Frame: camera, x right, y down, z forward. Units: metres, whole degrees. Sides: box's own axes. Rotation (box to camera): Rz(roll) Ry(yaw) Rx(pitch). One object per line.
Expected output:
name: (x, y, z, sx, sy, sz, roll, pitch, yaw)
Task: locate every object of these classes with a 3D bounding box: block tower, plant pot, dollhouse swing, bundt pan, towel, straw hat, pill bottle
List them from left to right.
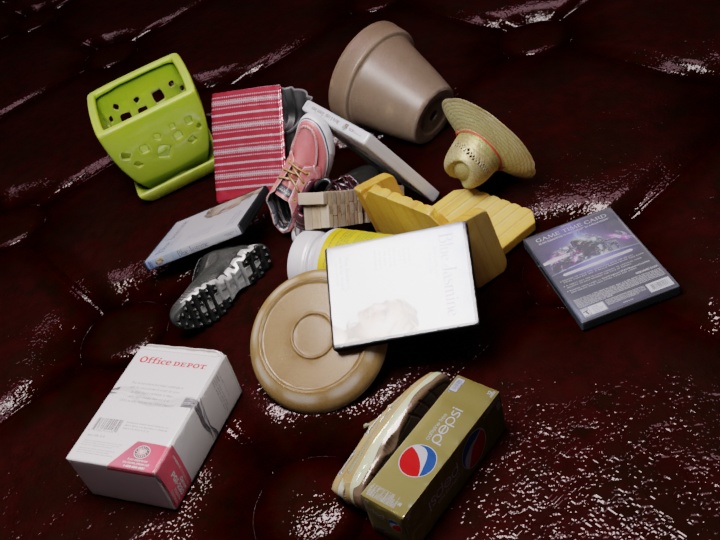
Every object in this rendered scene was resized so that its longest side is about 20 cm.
plant pot: (-0.379, -0.262, 1.714, 0.198, 0.183, 0.200, -27, 38, -4)
towel: (-0.198, -0.222, 1.619, 0.143, 0.203, 0.022, -3, -1, 19)
bundt pan: (-0.175, -0.265, 1.727, 0.199, 0.076, 0.203, -11, 39, 9)
plant pot: (-0.061, 0.090, 1.222, 0.197, 0.027, 0.203, -5, 70, 15)
block tower: (-0.010, -0.099, 1.403, 0.054, 0.059, 0.199, 0, 6, 40)
pill bottle: (0.000, 0.000, 1.310, 0.198, 0.115, 0.115, 8, 45, 29)
plant pot: (0.068, -0.315, 1.626, 0.174, 0.201, 0.200, 38, 62, 26)
dollhouse swing: (0.139, -0.098, 1.346, 0.199, 0.183, 0.176, 27, 67, 42)
straw hat: (0.175, -0.176, 1.418, 0.085, 0.201, 0.200, -51, 45, -5)

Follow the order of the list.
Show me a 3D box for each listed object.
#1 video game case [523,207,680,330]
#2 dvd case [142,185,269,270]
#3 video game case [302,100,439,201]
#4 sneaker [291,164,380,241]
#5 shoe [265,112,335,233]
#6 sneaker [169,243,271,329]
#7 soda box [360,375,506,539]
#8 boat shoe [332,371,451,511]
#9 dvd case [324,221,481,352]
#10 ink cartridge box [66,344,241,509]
video game case: (0.330, -0.008, 1.267, 0.141, 0.019, 0.201, -20, 38, -3)
dvd case: (-0.254, -0.071, 1.505, 0.198, 0.018, 0.143, -19, 25, 24)
video game case: (0.017, -0.195, 1.483, 0.024, 0.199, 0.182, -55, 44, 1)
sneaker: (-0.033, -0.125, 1.461, 0.075, 0.116, 0.200, 34, 63, 20)
shoe: (-0.098, -0.152, 1.464, 0.071, 0.202, 0.091, 30, 49, 19)
sneaker: (-0.234, 0.021, 1.423, 0.090, 0.067, 0.200, 15, 45, 38)
soda box: (0.088, 0.219, 1.051, 0.064, 0.068, 0.200, 19, 51, 37)
boat shoe: (0.035, 0.196, 1.104, 0.076, 0.072, 0.200, 8, 44, 46)
dvd case: (0.052, 0.021, 1.188, 0.197, 0.018, 0.145, -11, 68, 13)
ink cartridge box: (-0.267, 0.201, 1.202, 0.144, 0.085, 0.201, 3, 45, 24)
